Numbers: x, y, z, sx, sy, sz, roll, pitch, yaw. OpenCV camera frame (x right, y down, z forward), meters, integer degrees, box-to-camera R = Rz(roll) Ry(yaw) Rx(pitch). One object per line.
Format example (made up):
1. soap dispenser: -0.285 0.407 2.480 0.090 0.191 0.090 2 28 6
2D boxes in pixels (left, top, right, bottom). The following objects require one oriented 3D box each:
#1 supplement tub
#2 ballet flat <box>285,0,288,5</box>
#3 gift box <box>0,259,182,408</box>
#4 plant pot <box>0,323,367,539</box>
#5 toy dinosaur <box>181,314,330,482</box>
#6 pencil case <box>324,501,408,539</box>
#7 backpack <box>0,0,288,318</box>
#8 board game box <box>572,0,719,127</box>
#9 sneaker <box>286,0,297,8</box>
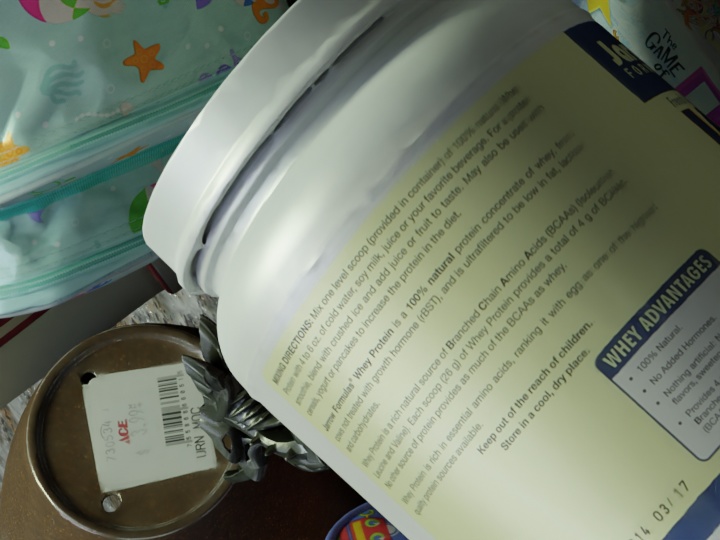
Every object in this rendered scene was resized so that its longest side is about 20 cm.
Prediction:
1. supplement tub: 0.052 0.013 0.807 0.200 0.145 0.145 42 156 10
2. ballet flat: -0.042 -0.118 1.103 0.067 0.067 0.200 38 159 -12
3. gift box: -0.162 -0.041 1.248 0.200 0.187 0.185 52 178 18
4. plant pot: -0.081 0.099 1.258 0.187 0.187 0.200 48 169 19
5. toy dinosaur: 0.013 0.051 1.113 0.135 0.201 0.102 11 -179 27
6. pencil case: 0.028 0.174 1.113 0.078 0.087 0.200 53 155 42
7. backpack: -0.113 -0.067 0.998 0.200 0.177 0.151 -12 101 62
8. board game box: 0.119 -0.024 0.923 0.200 0.034 0.134 55 158 3
9. sneaker: 0.010 -0.099 0.931 0.067 0.090 0.200 30 153 -10
